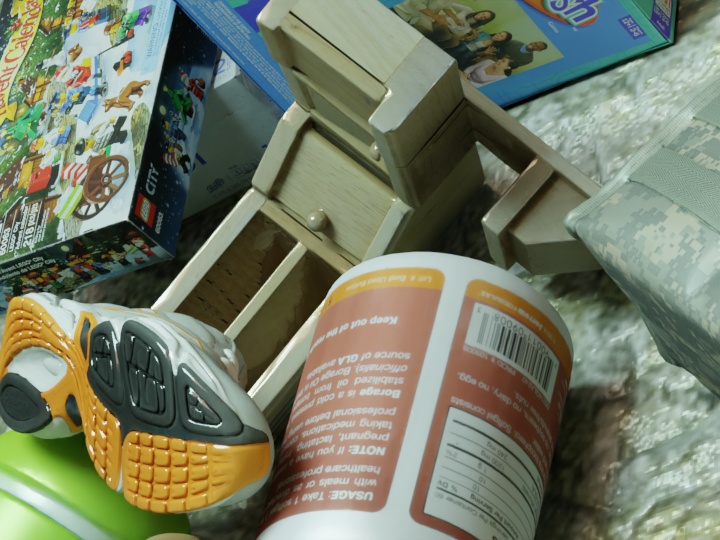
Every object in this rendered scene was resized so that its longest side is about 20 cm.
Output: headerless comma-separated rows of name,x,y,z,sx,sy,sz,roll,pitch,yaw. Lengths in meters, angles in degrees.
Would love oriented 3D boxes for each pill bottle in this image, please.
pill bottle,0.017,0.101,1.213,0.112,0.112,0.200,-14,45,37

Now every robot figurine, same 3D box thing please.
robot figurine,-0.155,0.155,1.332,0.200,0.116,0.175,-56,28,-15

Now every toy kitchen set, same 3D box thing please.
toy kitchen set,0.000,0.000,1.303,0.163,0.200,0.180,38,83,13

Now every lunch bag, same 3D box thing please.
lunch bag,0.210,-0.028,1.145,0.200,0.118,0.164,-41,34,-4

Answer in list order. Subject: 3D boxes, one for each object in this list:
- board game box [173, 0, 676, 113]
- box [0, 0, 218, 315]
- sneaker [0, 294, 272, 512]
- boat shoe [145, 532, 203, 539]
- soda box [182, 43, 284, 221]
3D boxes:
board game box,0.028,-0.137,1.408,0.200,0.152,0.045,-19,42,32
box,-0.141,-0.079,1.504,0.136,0.038,0.200,-18,47,33
sneaker,-0.077,0.049,1.252,0.200,0.092,0.076,25,112,56
boat shoe,-0.085,0.208,1.189,0.070,0.070,0.200,-121,39,-67
soda box,-0.123,-0.061,1.560,0.200,0.068,0.063,-27,39,26
